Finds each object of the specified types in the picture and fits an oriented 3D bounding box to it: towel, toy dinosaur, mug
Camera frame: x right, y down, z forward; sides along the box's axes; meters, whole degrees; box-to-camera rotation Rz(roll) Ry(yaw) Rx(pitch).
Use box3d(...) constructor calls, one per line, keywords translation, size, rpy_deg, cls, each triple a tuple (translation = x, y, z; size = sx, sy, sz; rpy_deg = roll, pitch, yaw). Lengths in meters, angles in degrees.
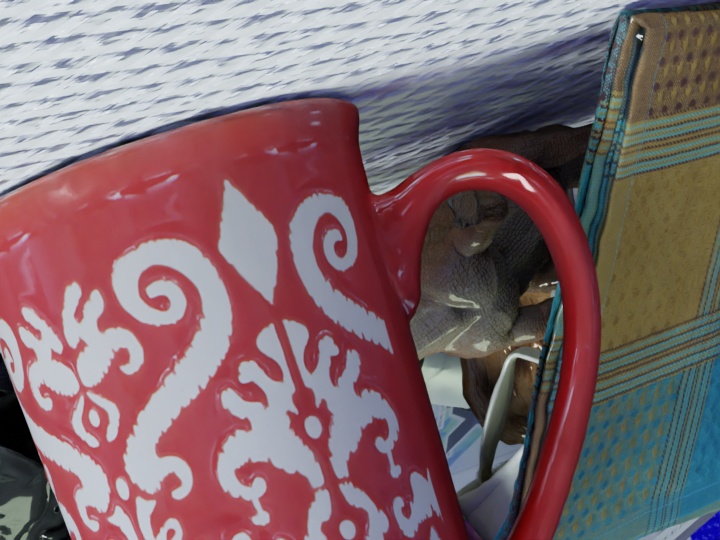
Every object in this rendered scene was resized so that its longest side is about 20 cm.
box3d(translation=(0.110, 0.003, 0.752), size=(0.022, 0.201, 0.146), rpy_deg=(26, -156, 36), cls="towel")
box3d(translation=(0.035, -0.010, 0.829), size=(0.135, 0.086, 0.200), rpy_deg=(-9, -159, 45), cls="toy dinosaur")
box3d(translation=(-0.015, 0.058, 0.656), size=(0.177, 0.201, 0.133), rpy_deg=(-21, 173, 28), cls="mug")

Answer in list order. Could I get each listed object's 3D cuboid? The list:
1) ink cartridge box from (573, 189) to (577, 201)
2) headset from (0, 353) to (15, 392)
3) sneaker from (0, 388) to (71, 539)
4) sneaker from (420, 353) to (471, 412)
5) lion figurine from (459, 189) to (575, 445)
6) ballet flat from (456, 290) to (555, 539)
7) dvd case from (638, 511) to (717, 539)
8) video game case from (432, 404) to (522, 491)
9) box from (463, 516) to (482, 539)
box3d(translation=(0.147, 0.002, 1.011), size=(0.200, 0.118, 0.067), rpy_deg=(-29, 171, 32), cls="ink cartridge box")
box3d(translation=(-0.141, 0.073, 0.933), size=(0.123, 0.094, 0.200), rpy_deg=(-23, 167, 32), cls="headset")
box3d(translation=(-0.128, 0.094, 0.828), size=(0.199, 0.060, 0.105), rpy_deg=(21, 108, -36), cls="sneaker")
box3d(translation=(0.016, 0.036, 1.248), size=(0.115, 0.081, 0.199), rpy_deg=(10, 180, -22), cls="sneaker")
box3d(translation=(0.126, 0.006, 0.943), size=(0.199, 0.123, 0.072), rpy_deg=(-11, -174, 29), cls="lion figurine")
box3d(translation=(0.095, 0.039, 0.903), size=(0.069, 0.069, 0.201), rpy_deg=(-11, 134, -55), cls="ballet flat")
box3d(translation=(0.140, 0.016, 0.837), size=(0.016, 0.201, 0.148), rpy_deg=(24, -145, 30), cls="dvd case")
box3d(translation=(0.117, 0.050, 1.277), size=(0.182, 0.022, 0.201), rpy_deg=(-24, -144, 32), cls="video game case")
box3d(translation=(0.001, 0.134, 0.960), size=(0.097, 0.200, 0.176), rpy_deg=(-47, 169, 3), cls="box")
